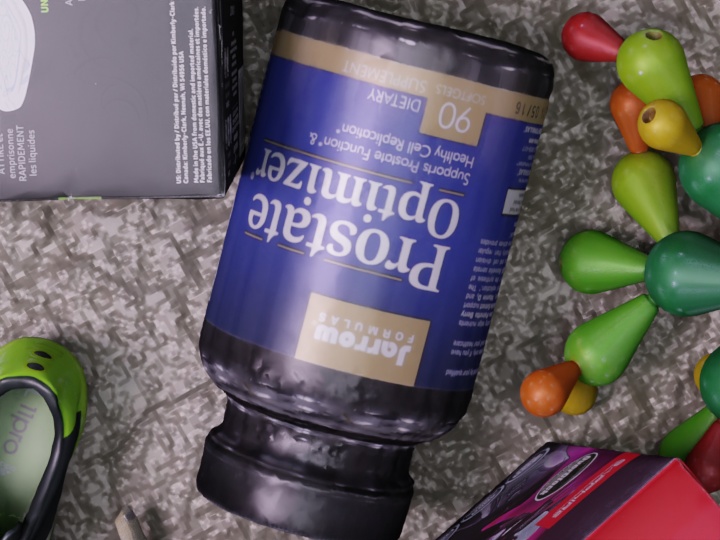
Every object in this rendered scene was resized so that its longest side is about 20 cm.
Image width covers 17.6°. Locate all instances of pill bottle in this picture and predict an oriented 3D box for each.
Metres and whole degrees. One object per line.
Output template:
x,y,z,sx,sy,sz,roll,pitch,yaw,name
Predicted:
0.000,0.000,0.916,0.111,0.112,0.201,14,96,-1,pill bottle

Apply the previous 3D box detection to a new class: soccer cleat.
-0.160,0.124,0.946,0.067,0.081,0.201,17,96,-1,soccer cleat

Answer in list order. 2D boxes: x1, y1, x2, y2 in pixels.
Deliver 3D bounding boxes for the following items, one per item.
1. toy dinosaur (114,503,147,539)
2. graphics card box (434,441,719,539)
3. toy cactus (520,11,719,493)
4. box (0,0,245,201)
-0.041,0.191,0.971,0.200,0.047,0.088,35,81,-3,toy dinosaur
0.062,0.123,0.876,0.125,0.200,0.051,-41,93,-7,graphics card box
0.141,0.002,0.904,0.165,0.102,0.201,10,109,38,toy cactus
-0.147,-0.091,0.888,0.199,0.149,0.125,-1,98,0,box
